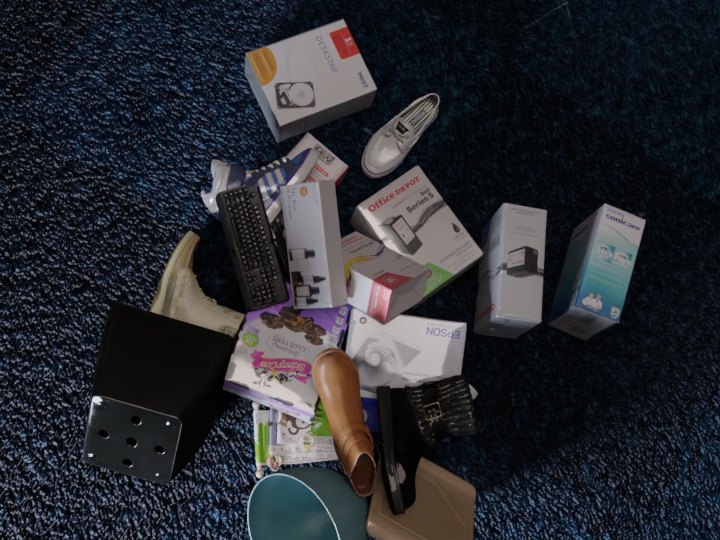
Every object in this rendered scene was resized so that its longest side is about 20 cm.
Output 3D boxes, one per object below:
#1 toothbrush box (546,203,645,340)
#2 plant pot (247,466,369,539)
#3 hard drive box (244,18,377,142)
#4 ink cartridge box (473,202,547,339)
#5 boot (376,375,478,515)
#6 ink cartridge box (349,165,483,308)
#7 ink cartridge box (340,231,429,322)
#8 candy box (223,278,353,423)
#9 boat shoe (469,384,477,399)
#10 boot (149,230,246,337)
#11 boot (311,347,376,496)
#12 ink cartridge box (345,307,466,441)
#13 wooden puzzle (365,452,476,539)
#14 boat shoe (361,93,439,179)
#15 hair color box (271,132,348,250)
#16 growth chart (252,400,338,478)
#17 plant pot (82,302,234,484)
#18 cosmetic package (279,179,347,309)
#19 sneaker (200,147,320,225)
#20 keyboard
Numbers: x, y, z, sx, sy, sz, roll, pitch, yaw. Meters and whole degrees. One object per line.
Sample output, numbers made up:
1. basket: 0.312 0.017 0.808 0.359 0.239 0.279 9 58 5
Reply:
1. toothbrush box: 0.416 0.005 1.622 0.084 0.147 0.202 20 71 -3
2. plant pot: -0.061 0.392 1.427 0.134 0.200 0.202 -15 74 -49
3. hard drive box: -0.093 -0.349 1.679 0.198 0.077 0.157 -24 79 -15
4. ink cartridge box: 0.261 0.005 1.596 0.083 0.145 0.203 9 73 -7
5. boot: 0.109 0.267 1.421 0.155 0.080 0.214 -3 65 -2
6. ink cartridge box: 0.096 -0.060 1.620 0.145 0.084 0.201 -34 82 -16
7. ink cartridge box: 0.000 0.000 1.536 0.199 0.068 0.116 26 32 27
8. candy box: -0.122 0.129 1.529 0.166 0.072 0.202 21 67 -1
9. boat shoe: 0.099 0.187 1.565 0.199 0.071 0.091 34 84 1
10. boot: -0.264 0.047 1.539 0.153 0.072 0.202 19 77 -3
11. boot: -0.017 0.233 1.408 0.073 0.155 0.202 -18 120 -3
12. ink cartridge box: 0.068 0.173 1.509 0.197 0.041 0.203 7 87 -2
13. wooden puzzle: 0.099 0.386 1.465 0.184 0.037 0.201 29 31 -6
14. boat shoe: 0.072 -0.257 1.683 0.073 0.067 0.201 37 72 3
15. hair color box: -0.122 -0.136 1.620 0.101 0.061 0.200 40 73 4
16. growth chart: -0.088 0.259 1.535 0.197 0.018 0.147 -7 75 -12
17. plant pot: -0.322 0.201 1.384 0.197 0.202 0.178 17 32 -4
18. cosmetic package: -0.076 -0.041 1.476 0.082 0.050 0.203 -4 94 32
19. sneaker: -0.177 -0.162 1.542 0.146 0.081 0.201 38 79 -3
20. keyboard: -0.162 -0.041 1.485 0.103 0.040 0.203 -17 99 -12
